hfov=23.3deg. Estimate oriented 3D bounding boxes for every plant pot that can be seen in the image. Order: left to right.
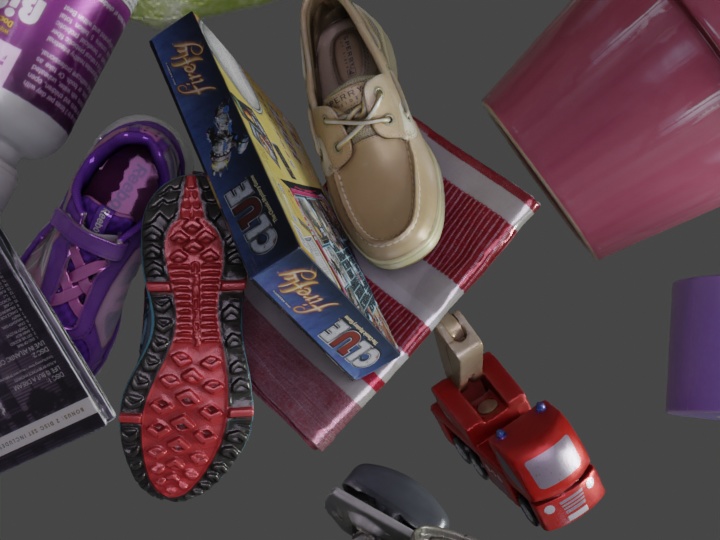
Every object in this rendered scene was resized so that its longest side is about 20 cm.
[{"bbox_3d":[0.184,-0.109,1.102,0.179,0.200,0.200,-35,91,5],"label":"plant pot"}]

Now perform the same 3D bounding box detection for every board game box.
[{"bbox_3d":[-0.051,-0.044,1.031,0.035,0.136,0.200,-32,52,9],"label":"board game box"}]

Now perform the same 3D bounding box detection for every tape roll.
[{"bbox_3d":[0.293,0.055,1.088,0.199,0.200,0.085,5,85,-8],"label":"tape roll"}]

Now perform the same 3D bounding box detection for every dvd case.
[{"bbox_3d":[-0.254,0.030,1.037,0.148,0.016,0.200,-25,101,26],"label":"dvd case"}]

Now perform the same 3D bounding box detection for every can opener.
[{"bbox_3d":[0.066,0.177,1.076,0.200,0.053,0.067,25,59,24],"label":"can opener"}]

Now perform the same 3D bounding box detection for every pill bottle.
[{"bbox_3d":[-0.214,-0.140,1.072,0.112,0.112,0.200,26,81,-6],"label":"pill bottle"}]

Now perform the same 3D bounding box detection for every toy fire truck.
[{"bbox_3d":[0.067,0.063,1.082,0.049,0.200,0.141,-33,119,-10],"label":"toy fire truck"}]

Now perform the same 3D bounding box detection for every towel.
[{"bbox_3d":[0.000,0.000,1.080,0.200,0.144,0.023,-48,137,-3],"label":"towel"}]

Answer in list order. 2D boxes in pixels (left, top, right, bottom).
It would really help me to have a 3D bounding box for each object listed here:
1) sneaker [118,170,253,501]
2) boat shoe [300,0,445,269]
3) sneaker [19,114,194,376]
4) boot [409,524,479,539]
[{"bbox_3d":[-0.098,0.040,1.065,0.079,0.096,0.201,8,97,-1],"label":"sneaker"},{"bbox_3d":[-0.001,-0.091,1.080,0.072,0.065,0.200,-22,56,14],"label":"boat shoe"},{"bbox_3d":[-0.168,-0.011,1.080,0.080,0.088,0.201,27,83,-7],"label":"sneaker"},{"bbox_3d":[0.073,0.270,1.018,0.181,0.073,0.200,27,104,7],"label":"boot"}]
